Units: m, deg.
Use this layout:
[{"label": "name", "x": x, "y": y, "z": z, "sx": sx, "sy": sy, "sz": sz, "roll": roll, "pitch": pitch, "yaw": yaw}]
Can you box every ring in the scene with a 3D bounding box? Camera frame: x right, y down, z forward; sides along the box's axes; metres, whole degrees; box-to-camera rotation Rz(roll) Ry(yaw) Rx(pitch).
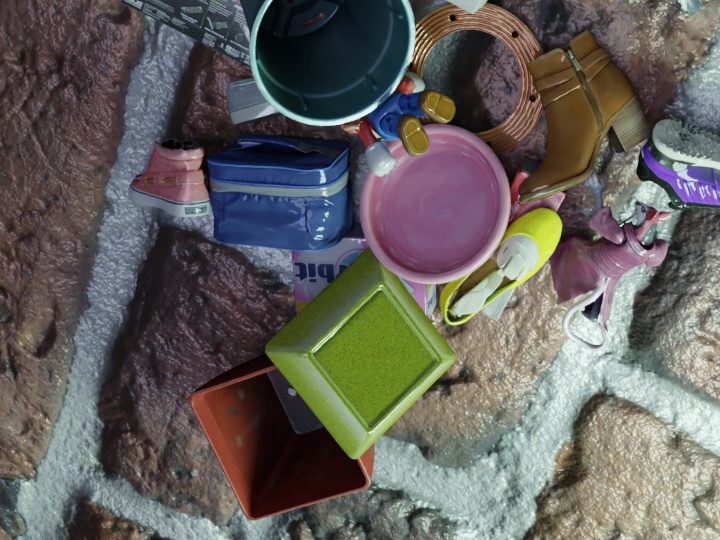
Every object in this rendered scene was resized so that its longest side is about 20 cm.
[{"label": "ring", "x": 0.142, "y": -0.241, "z": 1.594, "sx": 0.197, "sy": 0.019, "sz": 0.204, "roll": 6, "pitch": 111, "yaw": 15}]

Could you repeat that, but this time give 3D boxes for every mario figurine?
[{"label": "mario figurine", "x": 0.047, "y": -0.184, "z": 1.553, "sx": 0.122, "sy": 0.199, "sz": 0.108, "roll": -16, "pitch": 109, "yaw": -24}]

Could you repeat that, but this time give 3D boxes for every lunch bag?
[{"label": "lunch bag", "x": -0.110, "y": -0.113, "z": 1.653, "sx": 0.197, "sy": 0.136, "sz": 0.134, "roll": 5, "pitch": 111, "yaw": 16}]

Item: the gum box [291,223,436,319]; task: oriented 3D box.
[{"label": "gum box", "x": 0.000, "y": 0.000, "z": 1.700, "sx": 0.197, "sy": 0.066, "sz": 0.115, "roll": 3, "pitch": 110, "yaw": 15}]

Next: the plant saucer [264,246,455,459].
[{"label": "plant saucer", "x": 0.011, "y": 0.109, "z": 1.607, "sx": 0.200, "sy": 0.048, "sz": 0.201, "roll": -43, "pitch": 107, "yaw": -14}]

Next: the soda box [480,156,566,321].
[{"label": "soda box", "x": 0.197, "y": -0.040, "z": 1.630, "sx": 0.069, "sy": 0.063, "sz": 0.202, "roll": 27, "pitch": 116, "yaw": 5}]

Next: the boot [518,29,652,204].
[{"label": "boot", "x": 0.242, "y": -0.185, "z": 1.528, "sx": 0.199, "sy": 0.074, "sz": 0.156, "roll": -33, "pitch": 93, "yaw": -14}]

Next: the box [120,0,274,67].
[{"label": "box", "x": -0.196, "y": -0.380, "z": 1.625, "sx": 0.198, "sy": 0.050, "sz": 0.159, "roll": 26, "pitch": 115, "yaw": 5}]

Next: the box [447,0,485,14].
[{"label": "box", "x": 0.082, "y": -0.406, "z": 1.489, "sx": 0.198, "sy": 0.128, "sz": 0.110, "roll": 28, "pitch": 114, "yaw": 4}]

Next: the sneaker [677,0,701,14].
[{"label": "sneaker", "x": 0.400, "y": -0.393, "z": 1.429, "sx": 0.085, "sy": 0.078, "sz": 0.203, "roll": 5, "pitch": 111, "yaw": 11}]

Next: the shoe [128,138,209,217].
[{"label": "shoe", "x": -0.258, "y": -0.133, "z": 1.686, "sx": 0.199, "sy": 0.071, "sz": 0.093, "roll": 20, "pitch": 114, "yaw": 57}]

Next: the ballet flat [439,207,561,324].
[{"label": "ballet flat", "x": 0.175, "y": 0.003, "z": 1.580, "sx": 0.067, "sy": 0.067, "sz": 0.200, "roll": 45, "pitch": 115, "yaw": -7}]

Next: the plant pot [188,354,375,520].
[{"label": "plant pot", "x": -0.087, "y": 0.194, "z": 1.740, "sx": 0.197, "sy": 0.176, "sz": 0.202, "roll": -19, "pitch": 105, "yaw": 22}]

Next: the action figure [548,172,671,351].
[{"label": "action figure", "x": 0.307, "y": -0.018, "z": 1.554, "sx": 0.133, "sy": 0.150, "sz": 0.200, "roll": 26, "pitch": 145, "yaw": -14}]

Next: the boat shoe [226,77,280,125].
[{"label": "boat shoe", "x": -0.086, "y": -0.249, "z": 1.629, "sx": 0.198, "sy": 0.070, "sz": 0.073, "roll": -16, "pitch": 93, "yaw": 15}]

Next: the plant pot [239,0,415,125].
[{"label": "plant pot", "x": -0.057, "y": -0.310, "z": 1.505, "sx": 0.197, "sy": 0.197, "sz": 0.203, "roll": -10, "pitch": 126, "yaw": -13}]

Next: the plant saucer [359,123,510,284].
[{"label": "plant saucer", "x": 0.098, "y": -0.082, "z": 1.596, "sx": 0.197, "sy": 0.051, "sz": 0.204, "roll": -3, "pitch": 82, "yaw": 21}]

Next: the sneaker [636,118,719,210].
[{"label": "sneaker", "x": 0.428, "y": -0.108, "z": 1.538, "sx": 0.198, "sy": 0.070, "sz": 0.100, "roll": 24, "pitch": 136, "yaw": -4}]
